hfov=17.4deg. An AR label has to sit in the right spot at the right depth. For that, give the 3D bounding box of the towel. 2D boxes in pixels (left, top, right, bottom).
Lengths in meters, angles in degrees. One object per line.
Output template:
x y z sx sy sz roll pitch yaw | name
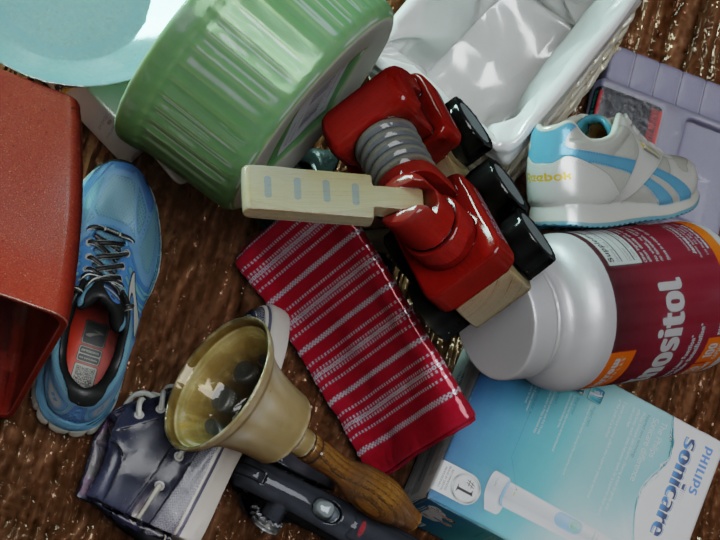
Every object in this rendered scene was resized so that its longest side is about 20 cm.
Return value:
-0.006 0.047 1.691 0.022 0.145 0.201 -31 88 -36 | towel

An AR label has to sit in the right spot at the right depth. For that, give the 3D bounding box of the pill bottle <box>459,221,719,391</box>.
0.171 0.027 1.687 0.199 0.113 0.114 -6 80 -37 | pill bottle

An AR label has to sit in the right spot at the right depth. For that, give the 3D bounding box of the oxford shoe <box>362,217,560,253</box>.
0.087 -0.002 1.736 0.199 0.070 0.075 10 88 -21 | oxford shoe

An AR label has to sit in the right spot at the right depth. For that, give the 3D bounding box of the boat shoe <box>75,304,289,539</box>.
-0.127 0.100 1.678 0.092 0.075 0.201 29 72 -17 | boat shoe

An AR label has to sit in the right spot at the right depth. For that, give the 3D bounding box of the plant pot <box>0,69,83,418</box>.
-0.288 -0.039 1.608 0.199 0.200 0.177 21 62 -11 | plant pot

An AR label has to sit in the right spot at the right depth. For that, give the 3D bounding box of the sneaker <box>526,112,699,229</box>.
0.191 -0.077 1.736 0.200 0.076 0.081 -10 98 -56 | sneaker

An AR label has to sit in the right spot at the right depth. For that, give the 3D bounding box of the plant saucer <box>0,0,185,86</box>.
-0.207 -0.208 1.658 0.200 0.039 0.202 8 62 -15 | plant saucer

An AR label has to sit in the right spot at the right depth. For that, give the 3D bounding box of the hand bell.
-0.029 0.127 1.646 0.200 0.104 0.105 36 69 -30 | hand bell

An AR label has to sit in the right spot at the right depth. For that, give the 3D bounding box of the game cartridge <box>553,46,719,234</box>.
0.225 -0.065 1.843 0.129 0.038 0.201 20 73 -16 | game cartridge

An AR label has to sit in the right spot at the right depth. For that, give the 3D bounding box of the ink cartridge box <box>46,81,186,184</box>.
-0.167 -0.161 1.727 0.116 0.067 0.200 -43 91 -20 | ink cartridge box

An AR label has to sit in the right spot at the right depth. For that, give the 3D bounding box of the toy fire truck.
0.011 -0.061 1.570 0.128 0.200 0.176 -35 50 12 | toy fire truck

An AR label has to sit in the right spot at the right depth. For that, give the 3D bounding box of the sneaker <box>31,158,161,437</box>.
-0.178 0.016 1.673 0.078 0.090 0.201 12 74 -14 | sneaker

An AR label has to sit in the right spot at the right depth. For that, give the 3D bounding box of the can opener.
-0.008 0.182 1.702 0.199 0.063 0.079 33 85 -9 | can opener

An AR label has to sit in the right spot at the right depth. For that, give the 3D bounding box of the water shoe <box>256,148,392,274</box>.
0.000 0.000 1.741 0.079 0.071 0.201 -32 91 -26 | water shoe

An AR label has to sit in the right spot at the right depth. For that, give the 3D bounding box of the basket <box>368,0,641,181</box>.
0.107 -0.166 1.769 0.135 0.124 0.200 36 69 10 | basket

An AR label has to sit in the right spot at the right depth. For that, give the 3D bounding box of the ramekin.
-0.066 -0.137 1.602 0.098 0.200 0.200 40 70 6 | ramekin

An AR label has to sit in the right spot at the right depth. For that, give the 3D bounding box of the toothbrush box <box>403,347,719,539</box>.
0.148 0.154 1.744 0.199 0.085 0.147 27 70 -9 | toothbrush box
